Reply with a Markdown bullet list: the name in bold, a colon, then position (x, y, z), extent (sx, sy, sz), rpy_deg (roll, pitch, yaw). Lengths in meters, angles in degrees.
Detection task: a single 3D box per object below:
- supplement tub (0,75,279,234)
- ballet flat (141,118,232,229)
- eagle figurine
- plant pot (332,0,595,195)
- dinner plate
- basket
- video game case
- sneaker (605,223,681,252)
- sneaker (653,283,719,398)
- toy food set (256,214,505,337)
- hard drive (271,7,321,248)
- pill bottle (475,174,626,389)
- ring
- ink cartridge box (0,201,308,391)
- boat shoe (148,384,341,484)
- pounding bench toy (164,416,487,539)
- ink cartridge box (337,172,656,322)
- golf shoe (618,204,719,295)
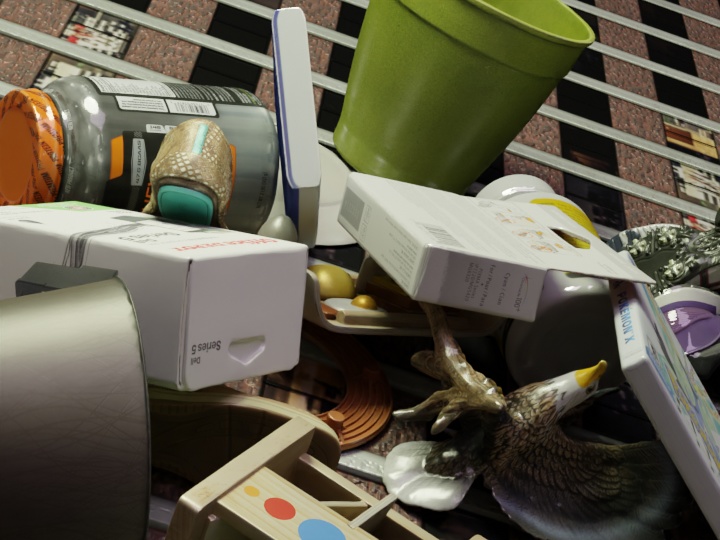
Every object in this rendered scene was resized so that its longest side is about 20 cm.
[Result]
- **supplement tub**: position (-0.170, -0.082, 1.419), extent (0.198, 0.123, 0.123), rpy_deg (0, 34, -34)
- **ballet flat**: position (-0.117, -0.051, 1.323), extent (0.070, 0.200, 0.066), rpy_deg (17, 70, -7)
- **eagle figurine**: position (0.123, 0.114, 1.307), extent (0.200, 0.150, 0.153), rpy_deg (36, 56, -43)
- **plant pot**: position (0.072, -0.166, 1.649), extent (0.199, 0.194, 0.201), rpy_deg (25, 20, -10)
- **dinner plate**: position (-0.071, -0.084, 1.604), extent (0.198, 0.024, 0.201), rpy_deg (16, 28, -9)
- **basket**: position (-0.228, 0.093, 1.042), extent (0.198, 0.183, 0.136), rpy_deg (1, -8, -22)
- **video game case**: position (0.231, 0.104, 1.333), extent (0.201, 0.022, 0.183), rpy_deg (58, 15, -18)
- **sneaker**: position (0.311, 0.000, 1.676), extent (0.197, 0.080, 0.130), rpy_deg (-7, -7, 8)
- **sneaker**: position (0.312, 0.073, 1.566), extent (0.198, 0.076, 0.088), rpy_deg (5, 56, -37)
- **toy food set**: position (0.000, 0.000, 1.401), extent (0.198, 0.061, 0.143), rpy_deg (4, 12, -39)
- **hard drive**: position (-0.049, -0.102, 1.434), extent (0.025, 0.134, 0.200), rpy_deg (-5, -11, -3)
- **pill bottle**: position (0.146, 0.007, 1.494), extent (0.110, 0.112, 0.201), rpy_deg (11, 30, -19)
- **ring**: position (-0.069, 0.061, 1.346), extent (0.198, 0.019, 0.201), rpy_deg (16, 28, -9)
- **ink cartridge box**: position (-0.152, 0.012, 1.213), extent (0.198, 0.085, 0.145), rpy_deg (10, 9, 28)
- **boat shoe**: position (-0.109, 0.092, 1.205), extent (0.198, 0.072, 0.065), rpy_deg (13, 29, -14)
- **pounding bench toy**: position (-0.038, 0.199, 1.001), extent (0.155, 0.125, 0.200), rpy_deg (31, 29, 18)
- **ink cartridge box**: position (0.093, -0.014, 1.362), extent (0.174, 0.045, 0.200), rpy_deg (10, 14, -19)
- **golf shoe**: position (0.289, 0.000, 1.574), extent (0.088, 0.199, 0.078), rpy_deg (45, 31, -32)
